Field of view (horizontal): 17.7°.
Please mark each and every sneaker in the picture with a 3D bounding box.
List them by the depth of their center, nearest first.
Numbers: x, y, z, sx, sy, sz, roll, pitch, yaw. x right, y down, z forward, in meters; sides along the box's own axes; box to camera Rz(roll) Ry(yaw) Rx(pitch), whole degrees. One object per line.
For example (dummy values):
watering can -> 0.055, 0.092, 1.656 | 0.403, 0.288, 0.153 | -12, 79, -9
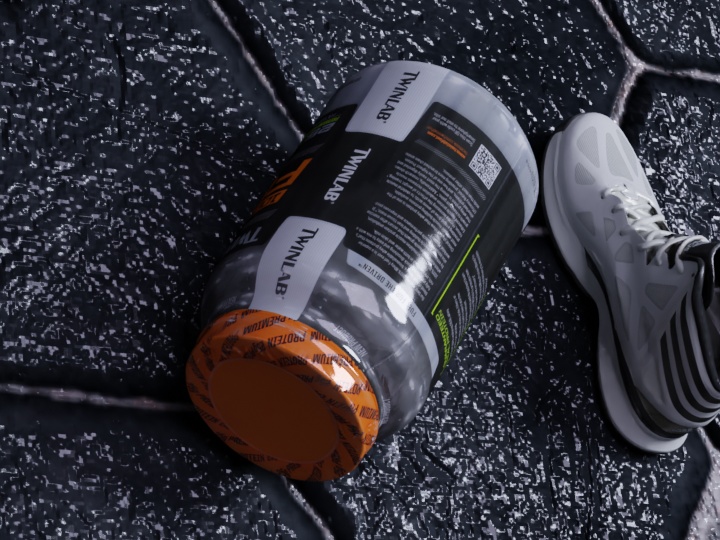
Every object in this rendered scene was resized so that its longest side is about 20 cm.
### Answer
sneaker -> 0.170, -0.013, 1.259 | 0.075, 0.115, 0.202 | 0, 65, -32

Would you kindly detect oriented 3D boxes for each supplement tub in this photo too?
supplement tub -> 0.000, 0.000, 1.141 | 0.122, 0.122, 0.200 | 39, 50, -8
